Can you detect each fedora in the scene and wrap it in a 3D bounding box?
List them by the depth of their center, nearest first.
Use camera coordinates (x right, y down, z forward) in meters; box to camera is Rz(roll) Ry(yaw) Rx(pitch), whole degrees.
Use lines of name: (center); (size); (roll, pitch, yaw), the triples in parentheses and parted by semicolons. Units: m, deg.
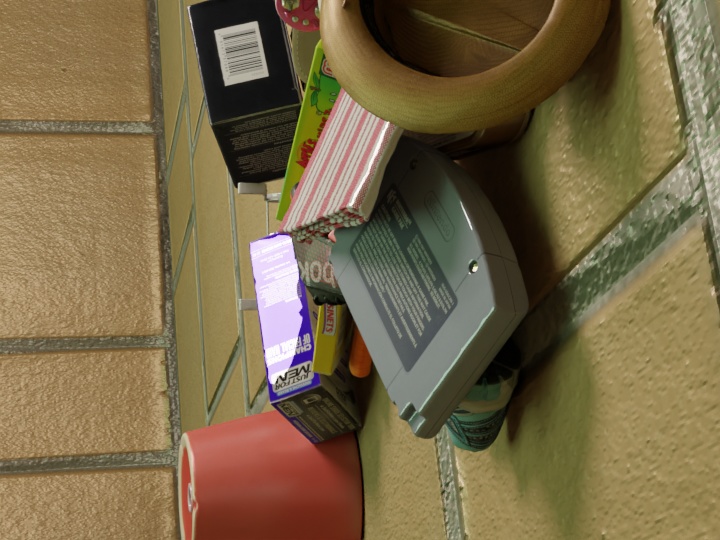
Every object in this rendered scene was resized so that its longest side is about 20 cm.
fedora: (0.072, -0.164, 0.831); (0.082, 0.199, 0.202); (33, -135, -57)

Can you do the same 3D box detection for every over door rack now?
over door rack: (-0.100, -0.025, 1.595); (0.200, 0.066, 0.149); (4, -95, -83)

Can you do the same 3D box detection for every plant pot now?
plant pot: (-0.104, 0.244, 1.440); (0.200, 0.176, 0.202); (179, 90, -75)

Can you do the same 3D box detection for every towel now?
towel: (0.002, -0.094, 0.978); (0.147, 0.030, 0.200); (-67, 16, -11)

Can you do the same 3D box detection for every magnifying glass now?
magnifying glass: (0.012, 0.013, 1.248); (0.080, 0.022, 0.201); (-111, 24, -54)

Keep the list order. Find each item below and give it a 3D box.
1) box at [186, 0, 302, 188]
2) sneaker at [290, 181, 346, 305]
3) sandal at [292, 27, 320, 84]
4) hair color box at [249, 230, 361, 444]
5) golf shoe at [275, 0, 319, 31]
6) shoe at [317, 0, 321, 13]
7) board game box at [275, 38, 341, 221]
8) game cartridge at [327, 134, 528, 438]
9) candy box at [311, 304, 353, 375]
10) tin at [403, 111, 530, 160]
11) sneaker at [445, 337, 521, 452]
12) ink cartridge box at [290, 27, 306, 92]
box: (-0.119, -0.202, 1.493); (0.200, 0.103, 0.149); (78, 179, -74)
sneaker: (0.000, 0.000, 1.150); (0.200, 0.070, 0.099); (42, 130, 43)
sandal: (-0.012, -0.288, 1.310); (0.070, 0.077, 0.214); (-26, -53, -70)
hair color box: (-0.059, 0.067, 1.391); (0.109, 0.064, 0.201); (52, -159, -52)
golf shoe: (-0.026, -0.324, 1.223); (0.201, 0.075, 0.092); (-60, 18, 15)
shoe: (0.001, -0.216, 1.034); (0.200, 0.069, 0.054); (-109, 23, -71)
board game box: (-0.026, -0.145, 1.258); (0.102, 0.047, 0.201); (-64, -7, -50)
game cartridge: (0.044, 0.000, 0.916); (0.133, 0.041, 0.201); (-53, 38, 24)
candy box: (-0.017, -0.009, 1.284); (0.102, 0.026, 0.202); (-64, -18, -73)
tin: (0.065, -0.140, 0.966); (0.200, 0.042, 0.113); (170, 92, -71)
sneaker: (0.057, 0.058, 0.992); (0.200, 0.077, 0.087); (-113, 22, -56)
ink cartridge box: (-0.046, -0.273, 1.457); (0.201, 0.039, 0.100); (103, 159, -47)
